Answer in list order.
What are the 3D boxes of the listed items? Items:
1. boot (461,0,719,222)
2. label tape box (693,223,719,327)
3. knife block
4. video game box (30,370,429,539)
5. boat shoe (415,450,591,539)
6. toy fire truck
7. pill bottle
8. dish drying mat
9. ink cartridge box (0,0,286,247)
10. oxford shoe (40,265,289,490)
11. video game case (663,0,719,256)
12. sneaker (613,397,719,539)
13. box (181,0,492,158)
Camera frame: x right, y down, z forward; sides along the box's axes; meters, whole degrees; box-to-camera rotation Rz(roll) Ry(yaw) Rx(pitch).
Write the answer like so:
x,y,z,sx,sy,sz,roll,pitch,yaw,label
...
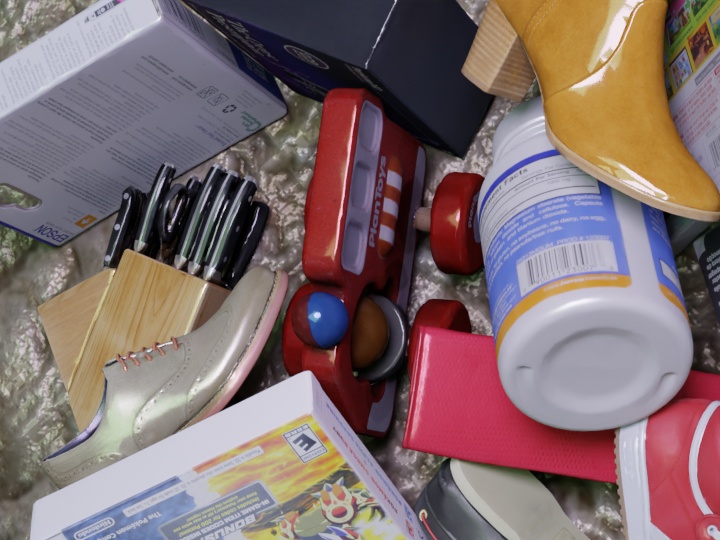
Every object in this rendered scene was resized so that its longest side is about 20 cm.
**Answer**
x,y,z,sx,sy,sz,roll,pitch,yaw,label
0.152,-0.132,1.043,0.201,0.071,0.144,40,111,32,boot
0.279,0.045,1.053,0.063,0.144,0.200,-6,71,-27,label tape box
-0.118,0.034,1.245,0.175,0.064,0.200,-26,71,15,knife block
-0.071,0.174,1.145,0.200,0.182,0.047,-27,35,14,video game box
0.115,0.195,1.130,0.201,0.074,0.063,48,126,15,boat shoe
0.000,0.000,1.151,0.112,0.168,0.200,7,83,22,toy fire truck
0.128,-0.012,1.105,0.112,0.112,0.200,-21,41,16,pill bottle
0.128,0.086,1.125,0.200,0.018,0.077,9,85,-3,dish drying mat
-0.174,-0.099,1.221,0.200,0.196,0.043,-28,70,13,ink cartridge box
-0.122,0.069,1.172,0.074,0.071,0.200,38,84,-8,oxford shoe
0.190,-0.122,1.101,0.023,0.200,0.182,-9,74,-15,video game case
0.215,0.170,1.062,0.112,0.071,0.200,-8,93,38,sneaker
-0.007,-0.151,1.166,0.141,0.200,0.079,21,86,23,box
